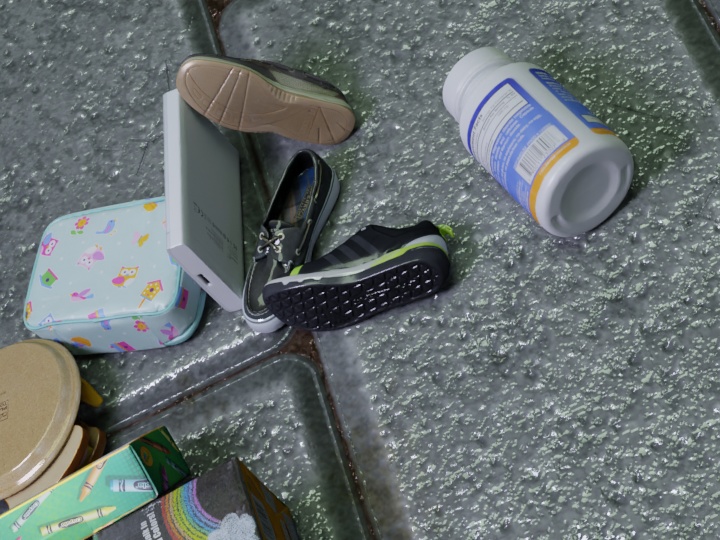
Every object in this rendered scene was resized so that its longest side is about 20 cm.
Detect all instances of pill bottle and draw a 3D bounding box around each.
[{"bbox_3d":[0.167,-0.132,1.686,0.112,0.112,0.200,-39,50,-2],"label":"pill bottle"}]

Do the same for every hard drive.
[{"bbox_3d":[-0.163,-0.073,1.795,0.027,0.132,0.201,-18,53,19],"label":"hard drive"}]

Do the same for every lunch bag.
[{"bbox_3d":[-0.250,0.003,1.825,0.198,0.077,0.161,-7,56,22],"label":"lunch bag"}]

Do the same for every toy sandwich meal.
[{"bbox_3d":[-0.347,0.164,1.779,0.204,0.070,0.206,-18,51,24],"label":"toy sandwich meal"}]

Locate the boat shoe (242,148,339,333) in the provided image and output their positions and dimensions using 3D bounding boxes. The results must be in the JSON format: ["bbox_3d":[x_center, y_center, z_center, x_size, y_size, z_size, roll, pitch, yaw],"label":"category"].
[{"bbox_3d":[-0.080,-0.034,1.777,0.068,0.057,0.201,6,62,29],"label":"boat shoe"}]

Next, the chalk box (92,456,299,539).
[{"bbox_3d":[-0.156,0.286,1.568,0.199,0.124,0.125,-29,52,7],"label":"chalk box"}]

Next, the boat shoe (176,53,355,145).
[{"bbox_3d":[-0.102,-0.188,1.830,0.065,0.198,0.072,-103,32,-53],"label":"boat shoe"}]

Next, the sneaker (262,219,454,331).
[{"bbox_3d":[0.000,0.000,1.720,0.198,0.072,0.083,-12,43,12],"label":"sneaker"}]

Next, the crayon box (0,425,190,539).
[{"bbox_3d":[-0.270,0.224,1.632,0.199,0.119,0.059,-30,89,10],"label":"crayon box"}]
